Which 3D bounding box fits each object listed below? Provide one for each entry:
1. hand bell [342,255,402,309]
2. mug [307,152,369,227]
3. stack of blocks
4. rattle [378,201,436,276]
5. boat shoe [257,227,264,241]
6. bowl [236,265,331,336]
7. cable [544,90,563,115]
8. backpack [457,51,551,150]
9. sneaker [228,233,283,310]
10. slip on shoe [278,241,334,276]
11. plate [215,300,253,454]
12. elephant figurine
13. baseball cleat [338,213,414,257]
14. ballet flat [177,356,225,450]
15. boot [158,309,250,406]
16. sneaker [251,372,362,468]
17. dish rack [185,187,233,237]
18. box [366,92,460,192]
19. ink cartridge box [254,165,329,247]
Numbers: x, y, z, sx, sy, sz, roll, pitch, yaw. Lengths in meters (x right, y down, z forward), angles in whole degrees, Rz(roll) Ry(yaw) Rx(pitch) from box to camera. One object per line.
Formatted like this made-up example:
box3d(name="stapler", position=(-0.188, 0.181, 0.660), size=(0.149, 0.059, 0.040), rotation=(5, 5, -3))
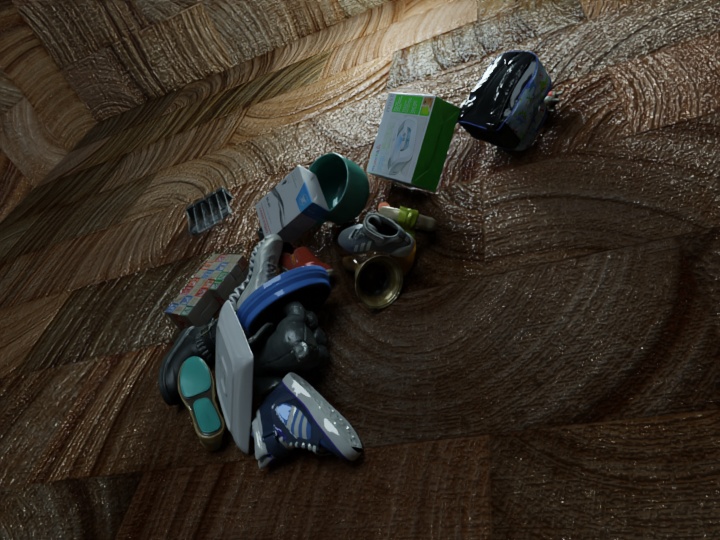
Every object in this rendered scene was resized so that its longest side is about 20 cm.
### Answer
box3d(name="hand bell", position=(0.000, 0.000, 1.204), size=(0.103, 0.105, 0.199), rotation=(-36, 24, -11))
box3d(name="mug", position=(-0.064, -0.191, 1.419), size=(0.182, 0.113, 0.156), rotation=(-11, 72, 38))
box3d(name="stack of blocks", position=(-0.361, 0.051, 1.396), size=(0.113, 0.059, 0.202), rotation=(3, 46, 36))
box3d(name="rattle", position=(0.080, -0.074, 1.271), size=(0.127, 0.147, 0.199), rotation=(-6, 10, -25))
box3d(name="boat shoe", position=(-0.178, -0.132, 1.487), size=(0.197, 0.067, 0.070), rotation=(-31, 35, -2))
box3d(name="bowl", position=(-0.144, 0.065, 1.133), size=(0.198, 0.201, 0.040), rotation=(-31, 71, -3))
box3d(name="cable", position=(0.407, -0.411, 1.435), size=(0.197, 0.051, 0.098), rotation=(9, 54, 41))
box3d(name="backpack", position=(0.345, -0.391, 1.344), size=(0.203, 0.146, 0.182), rotation=(-59, 38, 3))
box3d(name="sneaker", position=(-0.219, 0.018, 1.297), size=(0.080, 0.075, 0.204), rotation=(26, 90, 40))
box3d(name="slip on shoe", position=(-0.130, -0.020, 1.306), size=(0.073, 0.063, 0.198), rotation=(-13, 22, -36))
box3d(name="plate", position=(-0.230, 0.187, 1.031), size=(0.032, 0.204, 0.200), rotation=(-4, 27, -23))
box3d(name="elephant figurine", position=(-0.166, 0.161, 1.077), size=(0.196, 0.155, 0.144), rotation=(-26, 57, 11))
box3d(name="baseball cleat", position=(0.017, -0.078, 1.151), size=(0.197, 0.107, 0.071), rotation=(5, 61, 40))
box3d(name="ballet flat", position=(-0.301, 0.251, 1.087), size=(0.067, 0.064, 0.201), rotation=(-12, 41, -19))
box3d(name="boot", position=(-0.320, 0.173, 1.200), size=(0.154, 0.080, 0.214), rotation=(-16, 37, 18))
box3d(name="sneaker", position=(-0.100, 0.280, 0.939), size=(0.199, 0.080, 0.148), rotation=(38, 92, 36))
box3d(name="dish rack", position=(-0.451, -0.167, 1.734), size=(0.151, 0.055, 0.201), rotation=(-31, 37, 0))
box3d(name="box", position=(0.125, -0.309, 1.388), size=(0.175, 0.095, 0.205), rotation=(26, 101, 49))
box3d(name="ink cartridge box", position=(-0.178, -0.135, 1.376), size=(0.199, 0.066, 0.118), rotation=(-37, 58, 23))
